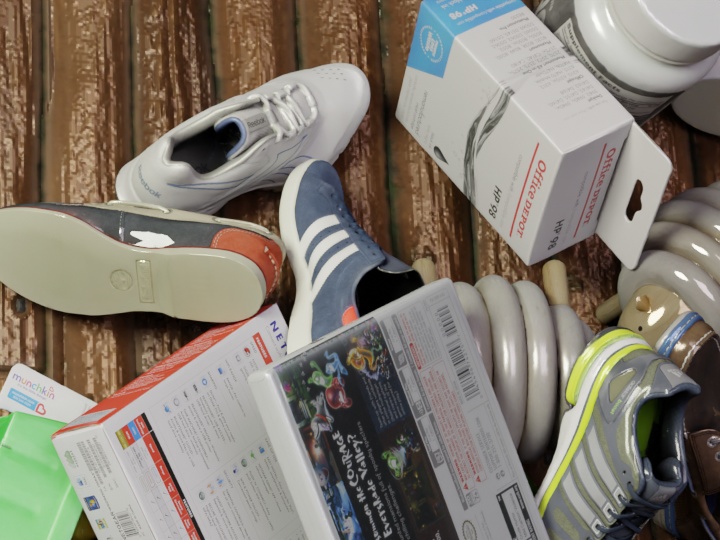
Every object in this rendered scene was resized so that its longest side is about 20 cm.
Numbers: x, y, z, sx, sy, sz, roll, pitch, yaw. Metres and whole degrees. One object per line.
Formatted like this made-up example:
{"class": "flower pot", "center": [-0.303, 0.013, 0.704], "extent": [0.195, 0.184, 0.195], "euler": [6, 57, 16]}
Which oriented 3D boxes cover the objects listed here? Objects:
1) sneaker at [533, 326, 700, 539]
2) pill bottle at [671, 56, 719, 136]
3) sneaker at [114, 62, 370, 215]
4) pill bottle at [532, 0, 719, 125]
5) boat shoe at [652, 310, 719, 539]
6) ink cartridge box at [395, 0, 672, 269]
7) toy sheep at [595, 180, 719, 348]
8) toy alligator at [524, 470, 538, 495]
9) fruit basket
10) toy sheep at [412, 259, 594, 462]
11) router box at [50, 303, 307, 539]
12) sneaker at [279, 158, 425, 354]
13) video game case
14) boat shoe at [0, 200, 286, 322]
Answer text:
{"class": "sneaker", "center": [0.159, 0.141, 1.429], "extent": [0.073, 0.081, 0.202], "euler": [3, 102, -35]}
{"class": "pill bottle", "center": [0.291, -0.208, 1.694], "extent": [0.113, 0.114, 0.202], "euler": [19, 66, -16]}
{"class": "sneaker", "center": [-0.067, -0.088, 1.519], "extent": [0.199, 0.087, 0.075], "euler": [-32, 85, -29]}
{"class": "pill bottle", "center": [0.182, -0.162, 1.575], "extent": [0.113, 0.200, 0.115], "euler": [7, 69, -20]}
{"class": "boat shoe", "center": [0.236, 0.110, 1.517], "extent": [0.072, 0.201, 0.072], "euler": [28, 58, 34]}
{"class": "ink cartridge box", "center": [0.114, -0.090, 1.540], "extent": [0.066, 0.116, 0.200], "euler": [-24, 58, -28]}
{"class": "toy sheep", "center": [0.248, 0.002, 1.594], "extent": [0.138, 0.138, 0.200], "euler": [46, 62, -2]}
{"class": "toy alligator", "center": [0.155, 0.224, 1.528], "extent": [0.201, 0.059, 0.054], "euler": [62, 22, 6]}
{"class": "fruit basket", "center": [-0.165, 0.182, 1.401], "extent": [0.199, 0.093, 0.187], "euler": [33, 62, -27]}
{"class": "toy sheep", "center": [0.093, 0.064, 1.504], "extent": [0.198, 0.138, 0.139], "euler": [-2, 72, -4]}
{"class": "router box", "center": [-0.077, 0.149, 1.398], "extent": [0.179, 0.049, 0.201], "euler": [-34, 103, -48]}
{"class": "sneaker", "center": [0.000, 0.000, 1.469], "extent": [0.075, 0.084, 0.201], "euler": [49, 26, -45]}
{"class": "video game case", "center": [0.030, 0.125, 1.356], "extent": [0.181, 0.023, 0.202], "euler": [-25, 96, -47]}
{"class": "boat shoe", "center": [-0.147, -0.013, 1.450], "extent": [0.198, 0.072, 0.063], "euler": [8, 33, 12]}
